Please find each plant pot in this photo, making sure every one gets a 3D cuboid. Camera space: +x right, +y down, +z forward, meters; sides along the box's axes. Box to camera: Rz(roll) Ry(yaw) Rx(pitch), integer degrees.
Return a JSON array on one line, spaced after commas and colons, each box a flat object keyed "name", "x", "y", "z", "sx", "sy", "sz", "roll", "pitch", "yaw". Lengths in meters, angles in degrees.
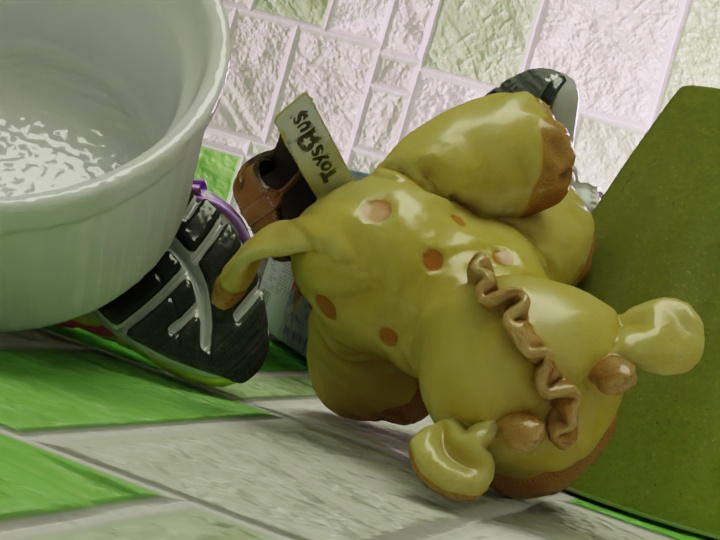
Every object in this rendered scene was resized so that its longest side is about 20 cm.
[{"name": "plant pot", "x": 0.174, "y": 0.016, "z": 0.842, "sx": 0.186, "sy": 0.201, "sz": 0.187, "roll": 16, "pitch": 3, "yaw": -1}]

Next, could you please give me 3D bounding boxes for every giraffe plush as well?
[{"name": "giraffe plush", "x": 0.055, "y": 0.024, "z": 0.710, "sx": 0.162, "sy": 0.173, "sz": 0.200, "roll": 46, "pitch": 8, "yaw": 38}]

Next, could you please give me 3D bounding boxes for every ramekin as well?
[{"name": "ramekin", "x": -0.159, "y": -0.069, "z": 0.722, "sx": 0.199, "sy": 0.201, "sz": 0.098, "roll": 16, "pitch": -42, "yaw": 2}]

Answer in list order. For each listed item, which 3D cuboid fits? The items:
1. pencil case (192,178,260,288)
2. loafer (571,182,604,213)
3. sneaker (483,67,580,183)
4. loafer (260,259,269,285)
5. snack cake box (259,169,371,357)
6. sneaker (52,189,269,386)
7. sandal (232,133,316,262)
[{"name": "pencil case", "x": -0.095, "y": -0.007, "z": 0.928, "sx": 0.083, "sy": 0.086, "sz": 0.200, "roll": 8, "pitch": 4, "yaw": -7}, {"name": "loafer", "x": 0.161, "y": 0.008, "z": 0.977, "sx": 0.069, "sy": 0.070, "sz": 0.200, "roll": -9, "pitch": -29, "yaw": 22}, {"name": "sneaker", "x": 0.099, "y": -0.031, "z": 1.007, "sx": 0.087, "sy": 0.201, "sz": 0.075, "roll": -4, "pitch": 37, "yaw": -23}, {"name": "loafer", "x": -0.037, "y": -0.002, "z": 1.171, "sx": 0.199, "sy": 0.070, "sz": 0.070, "roll": 16, "pitch": 2, "yaw": -16}, {"name": "snack cake box", "x": 0.000, "y": 0.000, "z": 1.024, "sx": 0.067, "sy": 0.116, "sz": 0.200, "roll": 18, "pitch": 2, "yaw": -18}, {"name": "sneaker", "x": -0.125, "y": -0.003, "z": 0.801, "sx": 0.200, "sy": 0.078, "sz": 0.091, "roll": 34, "pitch": -33, "yaw": 17}, {"name": "sandal", "x": -0.047, "y": -0.040, "z": 0.946, "sx": 0.054, "sy": 0.082, "sz": 0.200, "roll": -27, "pitch": 7, "yaw": -17}]
